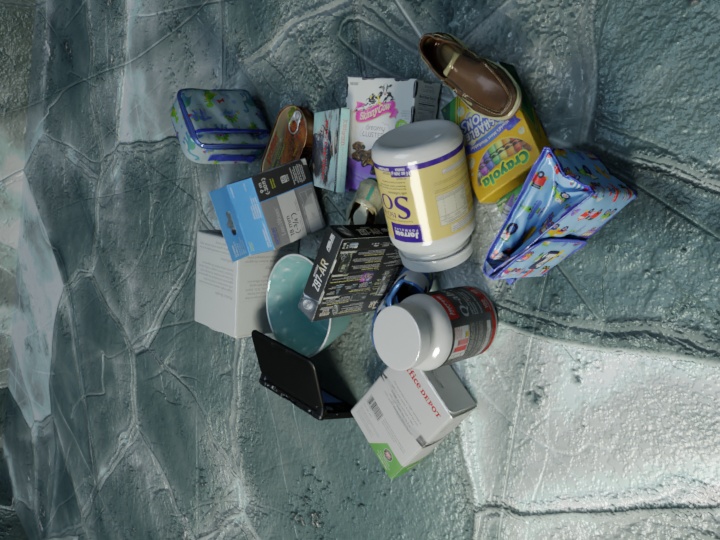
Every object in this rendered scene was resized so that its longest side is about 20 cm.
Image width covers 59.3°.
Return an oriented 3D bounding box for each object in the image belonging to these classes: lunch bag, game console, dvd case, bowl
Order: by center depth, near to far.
[{"bbox_3d":[0.256,-0.060,0.874,0.095,0.149,0.202,52,126,27],"label":"lunch bag"},{"bbox_3d":[-0.060,-0.229,1.202,0.200,0.021,0.150,-148,61,-68],"label":"dvd case"},{"bbox_3d":[-0.110,0.205,1.261,0.198,0.174,0.119,20,96,42],"label":"game console"},{"bbox_3d":[-0.090,0.067,1.262,0.198,0.104,0.206,5,97,44],"label":"bowl"},{"bbox_3d":[-0.297,-0.309,1.366,0.082,0.197,0.164,-41,65,46],"label":"lunch bag"}]

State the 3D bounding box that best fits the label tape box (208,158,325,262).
[{"bbox_3d":[-0.177,-0.118,1.240,0.063,0.198,0.147,1,113,52],"label":"label tape box"}]

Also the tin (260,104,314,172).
[{"bbox_3d":[-0.153,-0.250,1.343,0.112,0.041,0.203,43,122,29],"label":"tin"}]

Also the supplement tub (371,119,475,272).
[{"bbox_3d":[0.103,-0.116,0.991,0.143,0.145,0.204,12,127,43],"label":"supplement tub"}]

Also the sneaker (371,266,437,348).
[{"bbox_3d":[0.065,0.072,1.112,0.073,0.083,0.203,24,118,3],"label":"sneaker"}]

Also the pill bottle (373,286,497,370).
[{"bbox_3d":[0.119,0.091,0.991,0.114,0.197,0.119,6,98,43],"label":"pill bottle"}]

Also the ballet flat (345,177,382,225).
[{"bbox_3d":[0.000,-0.094,1.122,0.066,0.063,0.201,24,157,5],"label":"ballet flat"}]

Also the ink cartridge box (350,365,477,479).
[{"bbox_3d":[0.090,0.243,1.114,0.147,0.083,0.201,55,128,25],"label":"ink cartridge box"}]

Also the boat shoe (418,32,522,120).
[{"bbox_3d":[0.152,-0.290,0.939,0.203,0.074,0.076,50,122,36],"label":"boat shoe"}]

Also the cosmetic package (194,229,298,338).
[{"bbox_3d":[-0.248,0.021,1.373,0.163,0.163,0.205,14,103,43],"label":"cosmetic package"}]

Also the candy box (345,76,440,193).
[{"bbox_3d":[0.047,-0.233,1.120,0.166,0.071,0.205,17,107,43],"label":"candy box"}]

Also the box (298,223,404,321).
[{"bbox_3d":[0.000,0.000,1.101,0.043,0.197,0.163,40,121,34],"label":"box"}]

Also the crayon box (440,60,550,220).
[{"bbox_3d":[0.215,-0.195,0.972,0.125,0.051,0.204,-34,71,41],"label":"crayon box"}]
